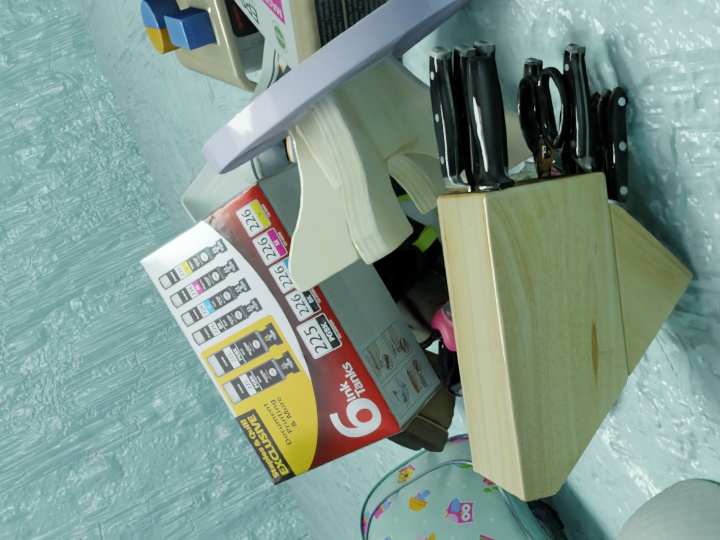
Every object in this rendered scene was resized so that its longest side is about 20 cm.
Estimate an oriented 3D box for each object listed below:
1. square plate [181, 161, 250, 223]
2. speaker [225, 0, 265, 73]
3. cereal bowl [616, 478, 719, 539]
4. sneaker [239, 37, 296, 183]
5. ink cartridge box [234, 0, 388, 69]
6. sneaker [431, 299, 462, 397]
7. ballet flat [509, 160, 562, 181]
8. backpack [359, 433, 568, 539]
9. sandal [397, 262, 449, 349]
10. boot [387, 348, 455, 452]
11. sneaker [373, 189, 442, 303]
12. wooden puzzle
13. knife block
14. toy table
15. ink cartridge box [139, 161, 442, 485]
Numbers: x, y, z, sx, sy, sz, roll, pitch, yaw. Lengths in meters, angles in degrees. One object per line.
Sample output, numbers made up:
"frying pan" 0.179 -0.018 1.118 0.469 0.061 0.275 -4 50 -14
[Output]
"square plate" -0.059 -0.086 0.876 0.028 0.199 0.200 31 -168 -43
"speaker" -0.131 -0.289 0.946 0.081 0.081 0.201 41 153 56
"cereal bowl" 0.213 0.231 0.597 0.201 0.083 0.201 58 164 27
"sneaker" -0.040 -0.151 0.821 0.079 0.079 0.201 69 -155 -51
"ink cartridge box" -0.055 -0.253 0.750 0.200 0.075 0.166 52 160 38
"sneaker" 0.094 0.080 0.779 0.081 0.074 0.201 49 160 43
"ballet flat" 0.112 0.023 0.641 0.076 0.063 0.201 44 156 55
"backpack" 0.087 0.244 0.860 0.154 0.175 0.201 50 -171 -41
"sandal" 0.048 0.044 0.882 0.082 0.055 0.200 40 164 -9
"boot" 0.039 0.114 0.896 0.073 0.076 0.200 27 166 -14
"sneaker" 0.000 0.000 0.811 0.072 0.083 0.200 39 138 -9
"wooden puzzle" -0.169 -0.256 0.894 0.185 0.046 0.201 32 145 58
"knife block" 0.073 -0.012 0.517 0.175 0.201 0.064 37 172 -15
"toy table" 0.008 -0.080 0.621 0.199 0.184 0.118 -30 95 33
"ink cartridge box" -0.067 0.048 0.762 0.175 0.084 0.201 -29 94 32
